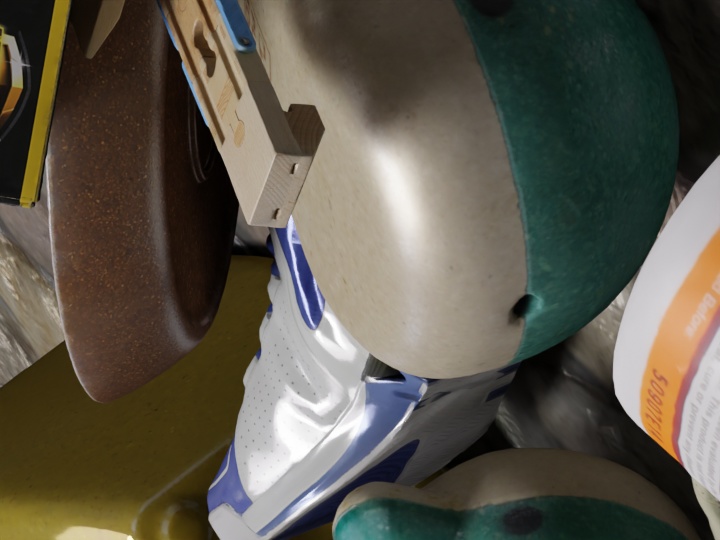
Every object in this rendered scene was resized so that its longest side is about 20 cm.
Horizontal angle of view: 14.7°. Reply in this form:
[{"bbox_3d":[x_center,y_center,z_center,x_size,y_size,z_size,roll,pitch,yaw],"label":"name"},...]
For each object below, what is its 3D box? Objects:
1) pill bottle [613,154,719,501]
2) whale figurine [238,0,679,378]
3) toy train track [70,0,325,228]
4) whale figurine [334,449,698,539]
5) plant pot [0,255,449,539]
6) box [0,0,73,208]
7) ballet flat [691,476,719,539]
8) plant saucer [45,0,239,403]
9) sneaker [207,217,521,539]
[{"bbox_3d":[0.161,0.050,0.613,0.200,0.114,0.114,44,158,27],"label":"pill bottle"},{"bbox_3d":[0.021,-0.067,0.788,0.160,0.103,0.201,90,160,-51],"label":"whale figurine"},{"bbox_3d":[-0.039,-0.084,0.751,0.201,0.032,0.115,-113,36,-45],"label":"toy train track"},{"bbox_3d":[0.023,0.140,0.918,0.104,0.199,0.160,-100,-6,-47],"label":"whale figurine"},{"bbox_3d":[-0.052,0.113,1.085,0.195,0.195,0.200,56,157,-9],"label":"plant pot"},{"bbox_3d":[-0.107,-0.120,0.800,0.200,0.049,0.161,-124,46,-72],"label":"box"},{"bbox_3d":[0.141,0.096,0.824,0.069,0.069,0.201,27,145,51],"label":"ballet flat"},{"bbox_3d":[-0.065,-0.057,0.910,0.034,0.201,0.201,2,143,8],"label":"plant saucer"},{"bbox_3d":[0.000,0.000,0.923,0.116,0.080,0.200,58,139,19],"label":"sneaker"}]
